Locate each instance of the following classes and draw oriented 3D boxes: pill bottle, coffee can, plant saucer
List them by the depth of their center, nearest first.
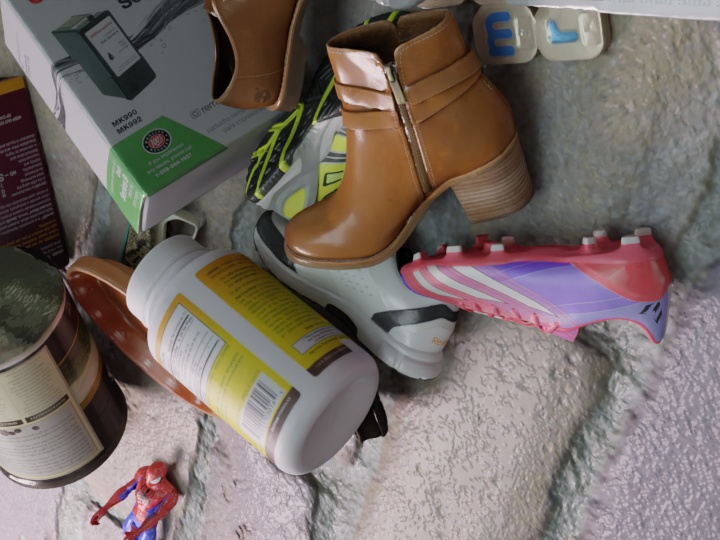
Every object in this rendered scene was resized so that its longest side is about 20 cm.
[{"bbox_3d":[-0.089,0.058,0.957,0.199,0.109,0.110,37,131,24],"label":"pill bottle"},{"bbox_3d":[-0.186,0.058,1.134,0.199,0.032,0.201,35,158,16],"label":"plant saucer"},{"bbox_3d":[-0.325,0.098,1.202,0.145,0.146,0.201,27,150,30],"label":"coffee can"}]

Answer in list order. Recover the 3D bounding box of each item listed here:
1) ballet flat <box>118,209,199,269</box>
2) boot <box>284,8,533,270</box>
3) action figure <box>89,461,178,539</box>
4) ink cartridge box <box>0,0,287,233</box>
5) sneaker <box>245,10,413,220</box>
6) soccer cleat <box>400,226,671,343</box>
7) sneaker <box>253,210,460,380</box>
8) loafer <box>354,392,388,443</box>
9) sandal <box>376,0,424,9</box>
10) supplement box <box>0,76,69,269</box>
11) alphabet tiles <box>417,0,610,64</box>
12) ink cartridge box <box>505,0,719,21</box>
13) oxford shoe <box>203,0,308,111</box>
[{"bbox_3d":[-0.178,-0.058,1.108,0.074,0.068,0.202,17,129,10],"label":"ballet flat"},{"bbox_3d":[0.008,-0.090,0.850,0.198,0.074,0.155,-18,126,19],"label":"boot"},{"bbox_3d":[-0.249,0.282,1.310,0.065,0.099,0.201,38,129,20],"label":"action figure"},{"bbox_3d":[-0.170,-0.157,0.972,0.201,0.145,0.084,53,159,8],"label":"ink cartridge box"},{"bbox_3d":[-0.004,-0.112,0.919,0.076,0.076,0.200,27,129,-28],"label":"sneaker"},{"bbox_3d":[0.116,0.014,0.849,0.198,0.066,0.078,-4,98,31],"label":"soccer cleat"},{"bbox_3d":[0.000,0.000,0.972,0.199,0.073,0.081,35,110,24],"label":"sneaker"},{"bbox_3d":[-0.056,0.085,1.038,0.199,0.071,0.073,39,160,30],"label":"loafer"},{"bbox_3d":[-0.003,-0.241,0.856,0.203,0.049,0.083,51,146,36],"label":"sandal"},{"bbox_3d":[-0.382,-0.089,1.254,0.109,0.085,0.203,6,114,40],"label":"supplement box"},{"bbox_3d":[0.104,-0.234,0.787,0.194,0.015,0.203,4,112,39],"label":"alphabet tiles"},{"bbox_3d":[0.174,-0.229,0.707,0.198,0.050,0.164,15,119,41],"label":"ink cartridge box"},{"bbox_3d":[-0.075,-0.209,0.874,0.071,0.070,0.203,-139,49,-56],"label":"oxford shoe"}]
